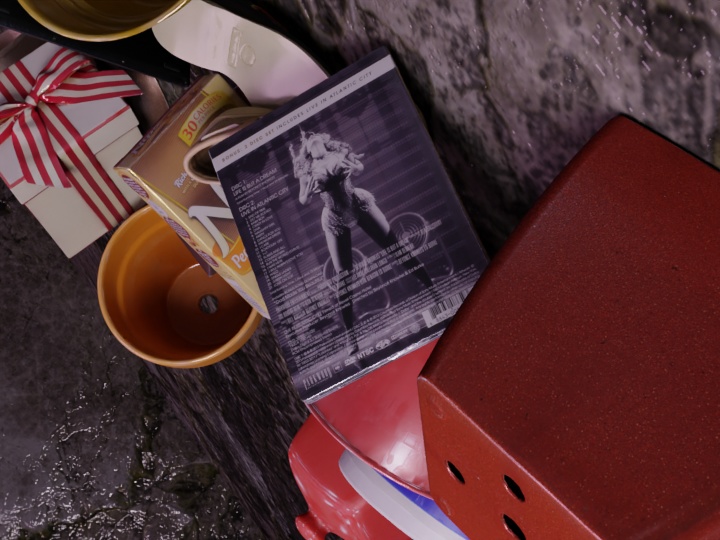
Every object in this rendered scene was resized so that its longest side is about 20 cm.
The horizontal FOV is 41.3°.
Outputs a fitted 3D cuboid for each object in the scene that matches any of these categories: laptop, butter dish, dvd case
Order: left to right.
[{"bbox_3d":[-0.251,-0.253,0.817,0.116,0.186,0.201,-20,66,46],"label":"laptop"},{"bbox_3d":[-0.008,-0.034,0.636,0.201,0.148,0.016,67,-167,21],"label":"dvd case"},{"bbox_3d":[-0.014,0.259,1.125,0.200,0.148,0.200,36,164,40],"label":"butter dish"}]

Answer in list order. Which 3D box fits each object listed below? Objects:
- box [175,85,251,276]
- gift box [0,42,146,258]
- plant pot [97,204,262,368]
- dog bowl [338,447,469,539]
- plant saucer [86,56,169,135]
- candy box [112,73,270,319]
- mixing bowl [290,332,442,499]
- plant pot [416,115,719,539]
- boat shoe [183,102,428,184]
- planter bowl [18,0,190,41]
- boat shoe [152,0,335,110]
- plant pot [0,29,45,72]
[{"bbox_3d":[-0.137,-0.087,0.972,0.075,0.100,0.200,48,157,19],"label":"box"},{"bbox_3d":[-0.343,-0.150,1.134,0.200,0.184,0.187,40,164,27],"label":"gift box"},{"bbox_3d":[-0.206,0.028,1.203,0.201,0.200,0.183,51,176,10],"label":"plant pot"},{"bbox_3d":[0.085,0.180,0.788,0.199,0.079,0.200,33,180,0],"label":"dog bowl"},{"bbox_3d":[-0.304,-0.235,1.211,0.200,0.037,0.201,47,158,25],"label":"plant saucer"},{"bbox_3d":[-0.105,-0.061,0.849,0.200,0.116,0.055,47,164,-26],"label":"candy box"},{"bbox_3d":[0.062,0.062,0.679,0.200,0.200,0.109,43,113,31],"label":"mixing bowl"},{"bbox_3d":[0.140,0.080,0.496,0.200,0.176,0.201,41,155,34],"label":"plant pot"},{"bbox_3d":[-0.044,-0.089,0.714,0.199,0.065,0.072,-2,120,33],"label":"boat shoe"},{"bbox_3d":[-0.167,-0.261,0.720,0.201,0.200,0.083,50,-169,14],"label":"planter bowl"},{"bbox_3d":[-0.076,-0.170,0.770,0.201,0.063,0.074,35,124,16],"label":"boat shoe"},{"bbox_3d":[-0.486,-0.248,1.408,0.184,0.200,0.200,54,162,-28],"label":"plant pot"}]
